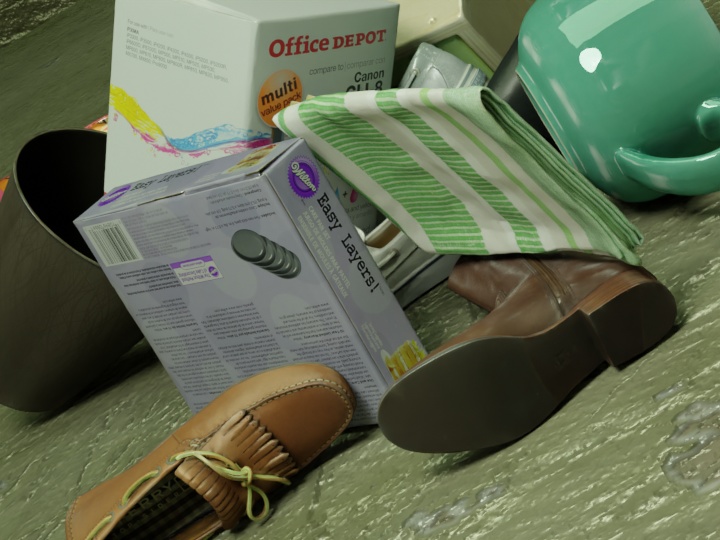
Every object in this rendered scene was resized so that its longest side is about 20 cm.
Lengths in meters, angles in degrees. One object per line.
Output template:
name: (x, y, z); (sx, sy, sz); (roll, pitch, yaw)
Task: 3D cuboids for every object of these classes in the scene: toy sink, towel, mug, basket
toy sink: (0.073, -0.152, 1.466); (0.130, 0.200, 0.112); (-21, 52, 26)
towel: (0.053, -0.052, 1.092); (0.200, 0.152, 0.023); (6, 61, 55)
mug: (0.168, -0.117, 1.199); (0.114, 0.152, 0.185); (-31, 7, 5)
basket: (-0.221, 0.010, 1.464); (0.200, 0.180, 0.136); (-49, 31, 40)

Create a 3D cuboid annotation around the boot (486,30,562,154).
boot: (0.131, -0.171, 1.312); (0.073, 0.198, 0.163); (35, 97, 32)

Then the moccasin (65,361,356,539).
moccasin: (-0.091, 0.125, 1.153); (0.201, 0.074, 0.078); (-28, 29, 4)

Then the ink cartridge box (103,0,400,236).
ink cartridge box: (-0.078, -0.102, 1.335); (0.144, 0.201, 0.145); (22, 26, 39)

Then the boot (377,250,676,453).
boot: (0.074, 0.027, 1.142); (0.186, 0.064, 0.200); (-22, 22, -8)

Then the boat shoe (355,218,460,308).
boat shoe: (0.000, 0.000, 1.311); (0.200, 0.070, 0.071); (-36, 20, -10)

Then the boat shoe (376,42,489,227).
boat shoe: (0.015, -0.087, 1.402); (0.201, 0.071, 0.070); (-52, 4, 33)

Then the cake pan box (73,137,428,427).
cake pan box: (-0.070, 0.019, 1.205); (0.200, 0.184, 0.052); (-13, 23, 46)

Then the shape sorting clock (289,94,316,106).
shape sorting clock: (0.051, -0.077, 1.220); (0.039, 0.200, 0.200); (-68, 22, 3)

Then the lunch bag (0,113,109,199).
lunch bag: (-0.233, -0.025, 1.650); (0.200, 0.082, 0.176); (-30, 56, 8)
